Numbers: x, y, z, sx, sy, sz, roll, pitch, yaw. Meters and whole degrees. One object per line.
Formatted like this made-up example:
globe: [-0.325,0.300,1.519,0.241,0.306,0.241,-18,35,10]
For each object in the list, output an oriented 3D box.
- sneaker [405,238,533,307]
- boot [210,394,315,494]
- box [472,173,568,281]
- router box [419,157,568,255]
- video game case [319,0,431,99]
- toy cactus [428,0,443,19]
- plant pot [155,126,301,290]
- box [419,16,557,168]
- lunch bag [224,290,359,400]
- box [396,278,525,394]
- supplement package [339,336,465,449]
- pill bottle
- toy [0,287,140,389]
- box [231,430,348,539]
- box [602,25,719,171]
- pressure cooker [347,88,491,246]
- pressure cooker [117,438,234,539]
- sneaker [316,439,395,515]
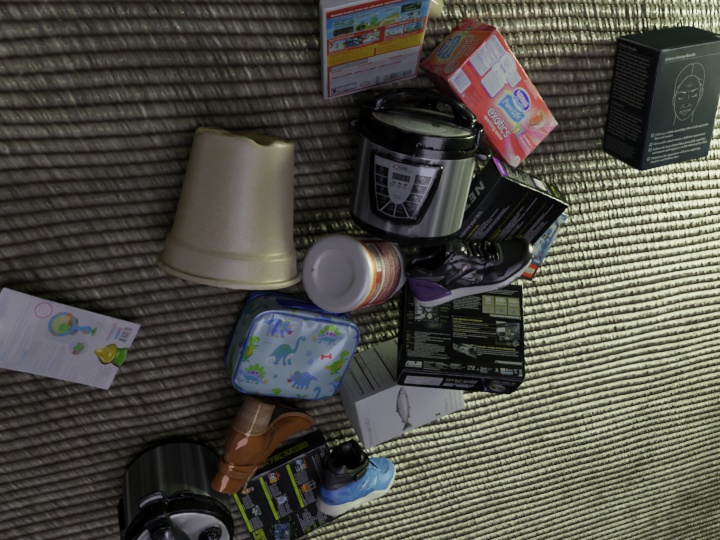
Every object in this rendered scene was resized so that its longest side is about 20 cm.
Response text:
sneaker: [0.165,-0.013,1.111,0.198,0.076,0.088,-22,129,8]
boot: [-0.158,0.291,1.198,0.157,0.076,0.200,-67,156,-2]
box: [0.249,-0.070,1.256,0.198,0.040,0.138,17,109,-30]
router box: [0.210,-0.068,1.157,0.148,0.051,0.201,17,126,-31]
video game case: [0.016,-0.298,0.952,0.141,0.018,0.200,-16,164,-7]
toy cactus: [0.045,-0.381,0.977,0.164,0.102,0.202,8,112,-48]
plant pot: [-0.166,-0.092,0.981,0.198,0.200,0.186,3,104,-26]
box: [0.194,-0.264,1.091,0.103,0.095,0.200,-45,126,5]
lunch bag: [-0.108,0.120,1.173,0.198,0.083,0.163,10,113,-29]
box: [0.162,0.106,1.192,0.197,0.166,0.086,4,157,-2]
supplement package: [0.068,0.201,1.276,0.198,0.118,0.118,-20,125,-13]
pill bottle: [0.000,0.000,1.086,0.110,0.109,0.200,-59,163,14]
toy: [-0.430,0.093,1.033,0.198,0.047,0.116,23,102,-36]
box: [-0.131,0.415,1.347,0.191,0.048,0.202,-22,124,-11]
box: [0.506,-0.288,1.214,0.146,0.107,0.203,-12,122,-17]
pressure cooker: [0.076,-0.157,1.043,0.174,0.178,0.203,-7,120,-32]
pressure cooker: [-0.292,0.393,1.162,0.174,0.201,0.180,15,114,-28]
sneaker: [0.003,0.360,1.335,0.198,0.076,0.113,-10,118,-46]
